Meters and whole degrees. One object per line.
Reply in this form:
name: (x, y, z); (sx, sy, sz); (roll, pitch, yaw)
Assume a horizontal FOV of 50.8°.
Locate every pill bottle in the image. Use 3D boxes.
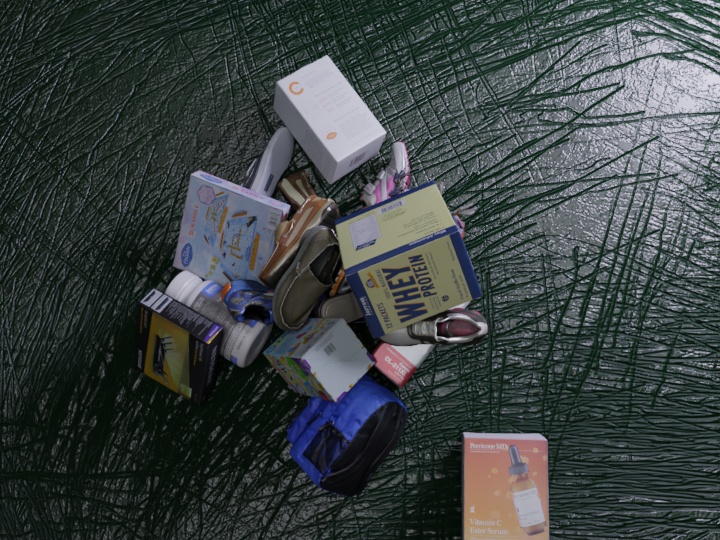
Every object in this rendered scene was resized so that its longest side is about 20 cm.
pill bottle: (-0.279, 0.090, 1.467); (0.199, 0.114, 0.114); (30, 87, 8)

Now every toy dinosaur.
toy dinosaur: (0.117, -0.106, 1.439); (0.199, 0.105, 0.182); (-29, 122, 16)

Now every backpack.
backpack: (-0.025, 0.285, 1.392); (0.168, 0.162, 0.200); (40, 91, 29)

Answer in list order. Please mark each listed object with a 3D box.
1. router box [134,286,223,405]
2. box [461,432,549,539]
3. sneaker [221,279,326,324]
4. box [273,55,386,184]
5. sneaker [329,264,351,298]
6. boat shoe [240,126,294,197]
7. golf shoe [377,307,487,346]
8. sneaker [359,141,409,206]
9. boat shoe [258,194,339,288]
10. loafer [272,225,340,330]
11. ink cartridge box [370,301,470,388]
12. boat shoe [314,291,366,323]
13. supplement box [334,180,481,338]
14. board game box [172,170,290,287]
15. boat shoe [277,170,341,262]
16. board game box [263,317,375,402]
router box: (-0.347, 0.147, 1.435); (0.156, 0.201, 0.052); (27, 44, 9)
box: (0.259, 0.400, 1.374); (0.150, 0.106, 0.202); (0, 83, 6)
sneaker: (-0.158, 0.066, 1.416); (0.198, 0.076, 0.079); (-3, 47, -18)
box: (-0.063, -0.294, 1.479); (0.124, 0.098, 0.201); (-33, 80, -20)
sneaker: (0.000, 0.000, 1.449); (0.077, 0.078, 0.201); (26, 111, -3)
boat shoe: (-0.198, -0.199, 1.518); (0.067, 0.072, 0.202); (17, 83, 30)
golf shoe: (0.118, 0.091, 1.290); (0.198, 0.088, 0.078); (-2, 88, 4)
sneaker: (0.046, -0.155, 1.477); (0.087, 0.081, 0.202); (11, 84, 6)
boat shoe: (-0.123, -0.057, 1.412); (0.074, 0.076, 0.200); (33, 72, 21)
loafer: (-0.094, 0.018, 1.355); (0.069, 0.075, 0.202); (29, 97, 53)
ink cartridge box: (0.109, 0.111, 1.404); (0.083, 0.146, 0.200); (39, 89, 7)
boat shoe: (0.004, 0.064, 1.443); (0.198, 0.063, 0.074); (-10, 93, -30)
supplement box: (0.075, -0.023, 1.296); (0.198, 0.200, 0.135); (-22, 120, 5)
board game box: (-0.254, -0.066, 1.477); (0.198, 0.041, 0.202); (22, 113, 8)
boat shoe: (-0.080, -0.113, 1.491); (0.075, 0.075, 0.203); (-35, 82, -7)
board game box: (-0.078, 0.157, 1.369); (0.105, 0.200, 0.103); (-43, 105, -21)
